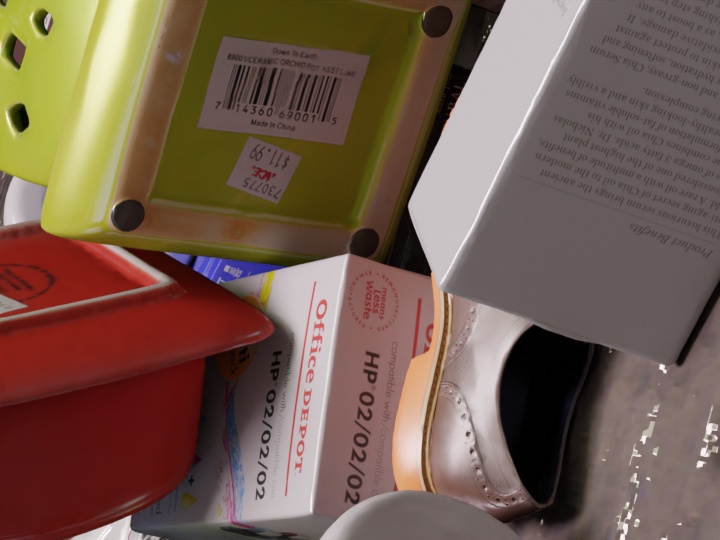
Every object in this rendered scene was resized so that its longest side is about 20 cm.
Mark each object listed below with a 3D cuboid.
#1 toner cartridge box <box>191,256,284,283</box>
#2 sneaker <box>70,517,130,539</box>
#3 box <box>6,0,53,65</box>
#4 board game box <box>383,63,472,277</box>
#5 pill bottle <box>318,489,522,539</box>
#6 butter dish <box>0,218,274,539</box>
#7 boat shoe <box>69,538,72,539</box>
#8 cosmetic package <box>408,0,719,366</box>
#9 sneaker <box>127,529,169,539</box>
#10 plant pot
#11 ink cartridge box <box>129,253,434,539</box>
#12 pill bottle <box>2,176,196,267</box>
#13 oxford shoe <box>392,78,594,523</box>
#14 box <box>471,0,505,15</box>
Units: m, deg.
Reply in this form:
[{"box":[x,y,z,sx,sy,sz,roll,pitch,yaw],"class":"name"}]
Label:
[{"box":[-0.087,0.045,1.340,0.201,0.043,0.095,-62,10,22],"class":"toner cartridge box"},{"box":[-0.089,0.160,1.267,0.200,0.074,0.116,-49,56,3],"class":"sneaker"},{"box":[-0.093,-0.157,1.373,0.200,0.163,0.167,-5,67,69],"class":"box"},{"box":[0.000,0.000,1.202,0.135,0.028,0.201,180,106,-70],"class":"board game box"},{"box":[-0.009,0.182,0.955,0.200,0.110,0.111,-54,27,43],"class":"pill bottle"},{"box":[-0.159,0.070,1.101,0.200,0.198,0.149,28,124,56],"class":"butter dish"},{"box":[-0.132,0.214,1.341,0.068,0.072,0.201,-14,52,37],"class":"boat shoe"},{"box":[0.106,-0.076,0.879,0.201,0.101,0.071,-64,21,22],"class":"cosmetic package"},{"box":[-0.068,0.196,1.177,0.086,0.080,0.202,-14,71,59],"class":"sneaker"},{"box":[-0.064,-0.111,1.121,0.182,0.199,0.200,50,126,54],"class":"plant pot"},{"box":[-0.019,0.061,1.085,0.200,0.068,0.116,-13,66,54],"class":"ink cartridge box"},{"box":[-0.157,0.019,1.444,0.200,0.112,0.113,106,169,-54],"class":"pill bottle"},{"box":[0.068,0.004,0.984,0.073,0.071,0.201,-4,76,50],"class":"oxford shoe"},{"box":[0.102,-0.216,1.086,0.200,0.044,0.161,-23,52,64],"class":"box"}]
